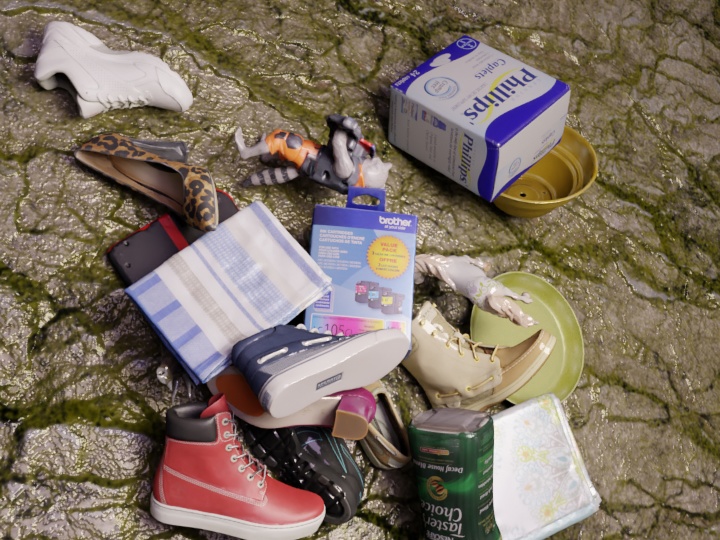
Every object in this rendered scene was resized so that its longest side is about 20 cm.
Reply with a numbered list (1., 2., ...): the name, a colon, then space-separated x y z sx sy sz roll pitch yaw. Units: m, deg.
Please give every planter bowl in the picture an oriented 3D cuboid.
1. planter bowl: 0.250 -0.140 1.216 0.196 0.084 0.203 1 47 -1

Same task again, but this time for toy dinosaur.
1. toy dinosaur: -0.184 0.053 0.955 0.200 0.077 0.103 -45 105 -29

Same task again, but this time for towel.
1. towel: -0.146 0.019 0.919 0.199 0.024 0.147 -36 77 -25
2. towel: 0.210 0.274 1.081 0.197 0.048 0.174 -18 80 -18

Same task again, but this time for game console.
1. game console: -0.191 0.013 1.009 0.176 0.031 0.201 -35 89 -24

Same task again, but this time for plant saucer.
1. plant saucer: 0.238 0.103 1.177 0.196 0.031 0.204 8 70 -23

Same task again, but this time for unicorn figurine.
1. unicorn figurine: 0.140 0.016 1.089 0.136 0.198 0.075 12 92 -42

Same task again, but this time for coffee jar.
1. coffee jar: 0.117 0.276 0.984 0.085 0.103 0.204 -21 107 -57

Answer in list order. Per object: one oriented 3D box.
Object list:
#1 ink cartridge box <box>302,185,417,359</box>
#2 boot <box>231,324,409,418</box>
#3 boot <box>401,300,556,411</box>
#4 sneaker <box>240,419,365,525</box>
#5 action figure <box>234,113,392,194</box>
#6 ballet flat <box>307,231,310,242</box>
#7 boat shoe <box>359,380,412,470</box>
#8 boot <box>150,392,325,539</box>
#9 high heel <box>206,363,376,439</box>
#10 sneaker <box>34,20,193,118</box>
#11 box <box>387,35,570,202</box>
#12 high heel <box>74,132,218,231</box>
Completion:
1. ink cartridge box: 0.000 0.000 1.004 0.133 0.076 0.204 5 73 -4
2. boot: -0.042 0.087 0.894 0.197 0.074 0.090 -15 46 -37
3. boot: 0.138 0.098 1.046 0.156 0.200 0.073 50 33 2
4. sneaker: -0.070 0.214 0.982 0.201 0.075 0.079 50 31 4
5. action figure: -0.052 -0.138 1.065 0.190 0.200 0.107 12 84 10
6. ballet flat: -0.002 0.019 1.063 0.066 0.067 0.203 -29 82 13
7. boat shoe: 0.007 0.156 1.022 0.071 0.076 0.201 -35 89 -28
8. boot: -0.125 0.214 0.895 0.196 0.072 0.147 11 102 -11
9. high heel: -0.077 0.140 0.939 0.196 0.096 0.069 11 102 3
10. sneaker: -0.312 -0.227 1.012 0.196 0.078 0.101 18 72 -9
11. box: 0.169 -0.225 1.165 0.199 0.106 0.183 34 56 27
12. high heel: -0.252 -0.098 0.953 0.140 0.072 0.201 -3 36 -30
